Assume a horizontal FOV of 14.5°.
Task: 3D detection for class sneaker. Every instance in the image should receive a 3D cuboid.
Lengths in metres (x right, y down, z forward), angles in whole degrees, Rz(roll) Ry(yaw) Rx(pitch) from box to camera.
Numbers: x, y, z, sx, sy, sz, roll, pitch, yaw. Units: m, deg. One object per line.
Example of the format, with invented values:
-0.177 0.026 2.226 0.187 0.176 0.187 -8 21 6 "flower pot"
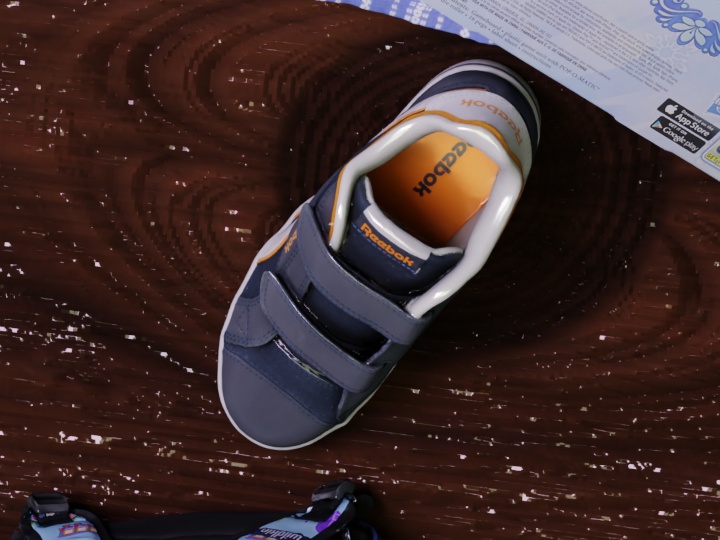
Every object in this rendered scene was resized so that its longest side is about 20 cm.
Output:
0.000 0.000 1.187 0.078 0.079 0.200 34 108 -3 "sneaker"

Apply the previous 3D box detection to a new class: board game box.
0.130 -0.146 1.063 0.200 0.043 0.199 29 129 -22 "board game box"

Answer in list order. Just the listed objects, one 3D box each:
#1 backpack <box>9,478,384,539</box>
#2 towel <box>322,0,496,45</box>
-0.078 0.180 1.182 0.182 0.200 0.135 -3 105 7 "backpack"
0.078 -0.138 1.113 0.199 0.024 0.145 15 134 -12 "towel"
